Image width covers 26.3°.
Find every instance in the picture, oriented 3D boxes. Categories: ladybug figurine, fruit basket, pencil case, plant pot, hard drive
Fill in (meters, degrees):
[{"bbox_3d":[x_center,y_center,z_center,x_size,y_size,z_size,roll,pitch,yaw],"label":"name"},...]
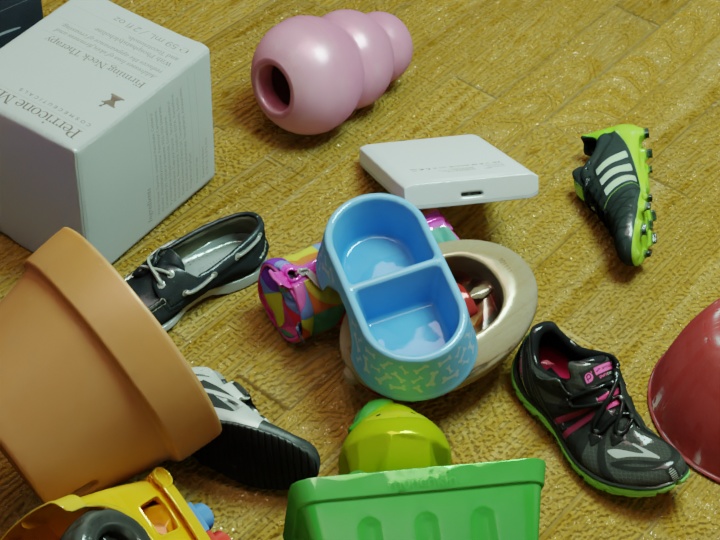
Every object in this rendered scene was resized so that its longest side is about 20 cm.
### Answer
[{"bbox_3d":[0.068,0.051,1.385,0.199,0.072,0.136,-27,62,-17],"label":"ladybug figurine"},{"bbox_3d":[0.037,0.176,1.226,0.214,0.156,0.217,3,61,-5],"label":"fruit basket"},{"bbox_3d":[0.000,0.000,1.441,0.199,0.089,0.088,-23,49,-27],"label":"pencil case"},{"bbox_3d":[-0.220,0.088,1.171,0.140,0.201,0.200,-38,55,-16],"label":"plant pot"},{"bbox_3d":[0.083,-0.099,1.528,0.131,0.027,0.200,-6,17,-11],"label":"hard drive"}]

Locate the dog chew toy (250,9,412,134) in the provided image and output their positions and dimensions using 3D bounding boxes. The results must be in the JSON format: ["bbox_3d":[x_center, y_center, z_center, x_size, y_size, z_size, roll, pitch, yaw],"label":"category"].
[{"bbox_3d":[-0.022,-0.222,1.655,0.124,0.125,0.199,36,43,30],"label":"dog chew toy"}]

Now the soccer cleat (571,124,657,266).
[{"bbox_3d":[0.256,-0.074,1.560,0.080,0.068,0.201,-7,40,14],"label":"soccer cleat"}]

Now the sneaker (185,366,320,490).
[{"bbox_3d":[-0.117,0.122,1.309,0.198,0.075,0.089,15,42,16],"label":"sneaker"}]

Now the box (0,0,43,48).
[{"bbox_3d":[-0.401,-0.214,1.552,0.147,0.201,0.104,-29,52,-30],"label":"box"}]

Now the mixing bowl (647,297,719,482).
[{"bbox_3d":[0.360,0.086,1.358,0.198,0.109,0.201,2,42,-1],"label":"mixing bowl"}]

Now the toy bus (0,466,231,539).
[{"bbox_3d":[-0.149,0.250,1.135,0.191,0.136,0.201,-18,69,-53],"label":"toy bus"}]

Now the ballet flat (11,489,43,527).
[{"bbox_3d":[-0.235,0.182,1.239,0.070,0.071,0.201,9,48,6],"label":"ballet flat"}]

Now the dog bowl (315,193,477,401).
[{"bbox_3d":[0.029,0.016,1.334,0.111,0.050,0.201,-17,56,-10],"label":"dog bowl"}]

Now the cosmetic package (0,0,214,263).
[{"bbox_3d":[-0.265,-0.133,1.502,0.167,0.167,0.200,26,49,22],"label":"cosmetic package"}]

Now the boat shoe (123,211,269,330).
[{"bbox_3d":[-0.173,0.003,1.441,0.199,0.061,0.075,-32,54,-32],"label":"boat shoe"}]

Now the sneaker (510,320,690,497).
[{"bbox_3d":[0.201,0.119,1.328,0.076,0.084,0.200,-27,51,-28],"label":"sneaker"}]
